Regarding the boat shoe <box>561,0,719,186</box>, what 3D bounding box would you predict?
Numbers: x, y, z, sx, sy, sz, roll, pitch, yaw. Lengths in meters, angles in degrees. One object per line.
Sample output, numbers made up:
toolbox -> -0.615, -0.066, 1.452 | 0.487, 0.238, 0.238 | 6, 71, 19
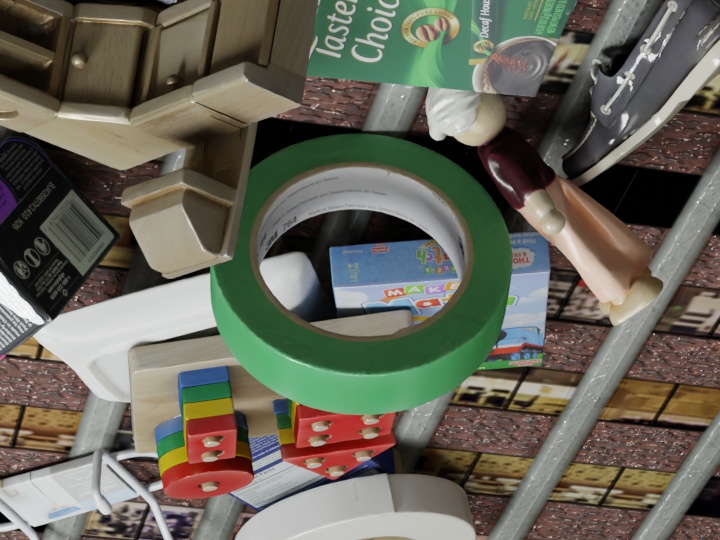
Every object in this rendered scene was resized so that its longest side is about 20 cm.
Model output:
boat shoe -> 0.185, -0.126, 1.641 | 0.063, 0.073, 0.200 | 49, 139, 4

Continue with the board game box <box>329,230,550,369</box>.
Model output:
board game box -> 0.058, 0.027, 1.795 | 0.151, 0.037, 0.200 | -4, 158, 1

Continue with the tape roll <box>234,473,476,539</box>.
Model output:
tape roll -> -0.004, 0.223, 2.056 | 0.202, 0.037, 0.203 | -10, 155, -5

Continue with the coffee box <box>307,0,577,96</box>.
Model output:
coffee box -> 0.029, -0.168, 1.562 | 0.199, 0.044, 0.123 | 6, 143, -12

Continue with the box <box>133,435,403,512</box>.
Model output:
box -> -0.073, 0.138, 1.975 | 0.121, 0.033, 0.200 | -27, 140, 27

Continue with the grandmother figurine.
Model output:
grandmother figurine -> 0.116, -0.056, 1.656 | 0.061, 0.121, 0.200 | -43, 103, -5

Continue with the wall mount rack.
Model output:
wall mount rack -> -0.225, 0.217, 2.033 | 0.199, 0.075, 0.174 | -16, 142, 18

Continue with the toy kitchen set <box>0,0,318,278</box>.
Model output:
toy kitchen set -> -0.158, -0.101, 1.479 | 0.180, 0.164, 0.200 | 21, 158, -33

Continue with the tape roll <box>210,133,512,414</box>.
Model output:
tape roll -> 0.000, 0.000, 1.654 | 0.199, 0.201, 0.048 | -1, 142, -4

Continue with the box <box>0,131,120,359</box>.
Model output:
box -> -0.278, 0.014, 1.689 | 0.200, 0.122, 0.106 | -34, 103, 35

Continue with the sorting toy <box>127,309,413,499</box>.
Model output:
sorting toy -> -0.063, 0.106, 1.802 | 0.199, 0.070, 0.199 | -8, 160, -7

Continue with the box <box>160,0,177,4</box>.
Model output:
box -> -0.163, -0.252, 1.318 | 0.199, 0.104, 0.148 | 19, 117, -12

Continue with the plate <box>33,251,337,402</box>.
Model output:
plate -> -0.118, 0.050, 1.786 | 0.199, 0.032, 0.200 | -15, 162, 3
